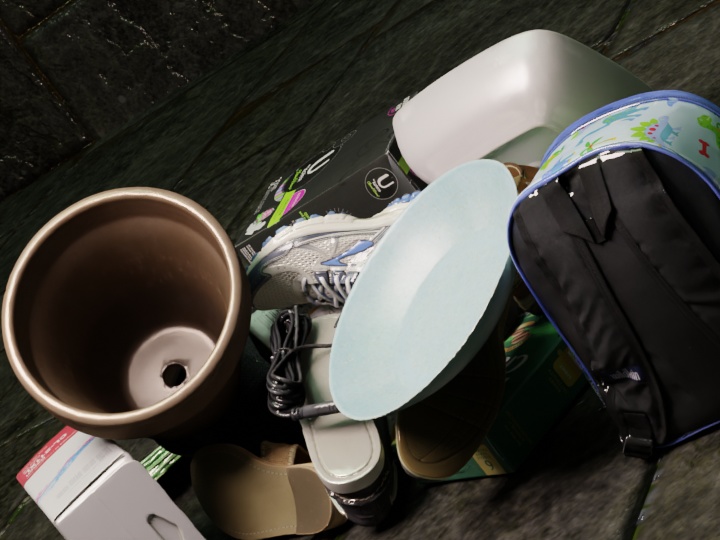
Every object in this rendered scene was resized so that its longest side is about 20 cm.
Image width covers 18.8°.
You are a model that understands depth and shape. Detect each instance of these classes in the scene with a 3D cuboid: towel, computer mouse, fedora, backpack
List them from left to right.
[{"bbox_3d":[-0.146,0.136,2.042,0.200,0.023,0.153,-45,0,-1],"label":"towel"},{"bbox_3d":[-0.091,0.098,1.906,0.200,0.201,0.092,-41,44,-11],"label":"fedora"},{"bbox_3d":[0.017,0.050,1.631,0.198,0.046,0.141,-8,33,12],"label":"computer mouse"},{"bbox_3d":[0.200,-0.014,1.386,0.182,0.200,0.147,-27,18,38],"label":"backpack"}]

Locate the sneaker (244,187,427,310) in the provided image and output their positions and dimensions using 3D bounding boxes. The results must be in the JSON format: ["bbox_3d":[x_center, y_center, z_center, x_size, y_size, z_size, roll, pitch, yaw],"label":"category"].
[{"bbox_3d":[0.000,0.000,1.734,0.199,0.077,0.086,-19,56,10],"label":"sneaker"}]

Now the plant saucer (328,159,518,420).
[{"bbox_3d":[0.054,0.020,1.477,0.201,0.039,0.202,-44,27,29],"label":"plant saucer"}]

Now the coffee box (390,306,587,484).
[{"bbox_3d":[0.122,0.074,1.618,0.200,0.044,0.123,-47,18,-29],"label":"coffee box"}]

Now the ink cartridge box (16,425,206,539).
[{"bbox_3d":[-0.193,0.208,1.766,0.083,0.146,0.200,-42,14,-9],"label":"ink cartridge box"}]

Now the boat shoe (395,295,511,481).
[{"bbox_3d":[0.066,0.065,1.550,0.066,0.071,0.202,111,173,-62],"label":"boat shoe"}]

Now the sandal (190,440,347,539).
[{"bbox_3d":[-0.054,0.174,1.743,0.069,0.078,0.211,-10,4,-34],"label":"sandal"}]

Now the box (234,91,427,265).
[{"bbox_3d":[0.002,-0.056,2.148,0.199,0.125,0.149,-30,18,27],"label":"box"}]

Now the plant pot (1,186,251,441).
[{"bbox_3d":[-0.172,0.056,1.765,0.200,0.200,0.175,-39,-24,-6],"label":"plant pot"}]

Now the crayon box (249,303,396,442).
[{"bbox_3d":[0.013,0.067,1.757,0.126,0.052,0.200,-41,50,-12],"label":"crayon box"}]

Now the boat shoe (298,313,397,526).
[{"bbox_3d":[-0.011,0.112,1.658,0.073,0.061,0.201,-21,38,1],"label":"boat shoe"}]

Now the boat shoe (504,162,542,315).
[{"bbox_3d":[0.117,-0.041,1.682,0.076,0.074,0.200,-52,18,16],"label":"boat shoe"}]

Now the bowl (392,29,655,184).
[{"bbox_3d":[0.149,-0.104,1.853,0.199,0.199,0.075,-30,46,38],"label":"bowl"}]
